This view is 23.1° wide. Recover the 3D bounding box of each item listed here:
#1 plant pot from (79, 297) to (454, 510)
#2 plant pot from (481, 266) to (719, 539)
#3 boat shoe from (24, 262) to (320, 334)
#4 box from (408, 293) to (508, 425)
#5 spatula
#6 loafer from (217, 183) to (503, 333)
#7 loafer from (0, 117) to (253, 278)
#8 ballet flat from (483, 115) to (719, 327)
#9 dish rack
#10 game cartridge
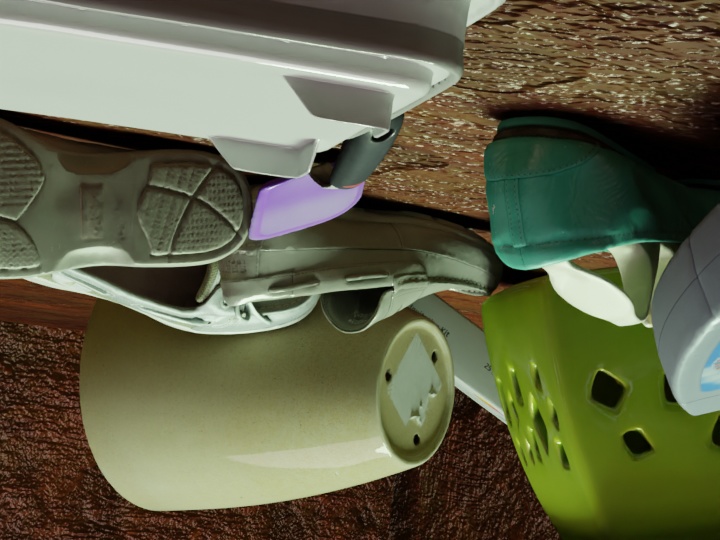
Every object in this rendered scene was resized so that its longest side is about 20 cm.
[{"bbox_3d":[-0.046,0.070,1.138,0.198,0.189,0.187,1,174,35],"label":"plant pot"},{"bbox_3d":[0.183,0.089,0.952,0.198,0.184,0.199,-7,175,-5],"label":"plant pot"},{"bbox_3d":[-0.112,-0.006,1.025,0.200,0.075,0.065,15,176,-20],"label":"boat shoe"},{"bbox_3d":[0.063,0.054,1.270,0.155,0.041,0.200,37,179,7],"label":"box"},{"bbox_3d":[-0.009,-0.042,0.749,0.056,0.021,0.200,-16,176,-14],"label":"spatula"},{"bbox_3d":[0.000,0.000,0.967,0.199,0.071,0.070,9,173,-39],"label":"loafer"},{"bbox_3d":[-0.150,-0.033,0.809,0.198,0.073,0.063,5,-177,-28],"label":"loafer"},{"bbox_3d":[0.117,-0.011,0.724,0.067,0.071,0.199,0,173,42],"label":"ballet flat"},{"bbox_3d":[-0.072,-0.064,0.506,0.198,0.044,0.172,8,175,-14],"label":"dish rack"},{"bbox_3d":[0.175,0.007,0.651,0.132,0.041,0.200,-10,161,1],"label":"game cartridge"}]
